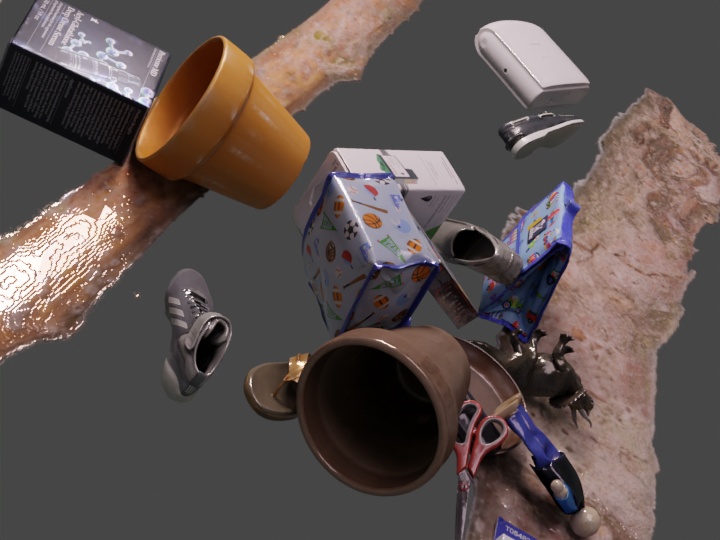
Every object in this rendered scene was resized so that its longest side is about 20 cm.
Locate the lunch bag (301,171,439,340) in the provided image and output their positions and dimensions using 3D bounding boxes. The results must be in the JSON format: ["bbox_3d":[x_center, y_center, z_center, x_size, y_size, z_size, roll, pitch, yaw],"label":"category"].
[{"bbox_3d":[0.000,0.000,1.701,0.123,0.201,0.171,0,47,-30],"label":"lunch bag"}]

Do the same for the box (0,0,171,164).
[{"bbox_3d":[-0.377,-0.261,1.787,0.199,0.107,0.149,25,37,-13],"label":"box"}]

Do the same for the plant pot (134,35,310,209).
[{"bbox_3d":[-0.176,-0.183,1.801,0.183,0.200,0.201,35,33,-26],"label":"plant pot"}]

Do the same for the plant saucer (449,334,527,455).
[{"bbox_3d":[0.131,0.169,1.752,0.199,0.032,0.201,20,39,-17],"label":"plant saucer"}]

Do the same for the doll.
[{"bbox_3d":[0.246,0.253,1.696,0.201,0.048,0.136,55,14,2],"label":"doll"}]

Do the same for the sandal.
[{"bbox_3d":[-0.060,0.134,1.629,0.199,0.054,0.081,-3,50,-39],"label":"sandal"}]

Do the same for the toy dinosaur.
[{"bbox_3d":[0.242,0.137,1.832,0.198,0.077,0.103,18,71,1],"label":"toy dinosaur"}]

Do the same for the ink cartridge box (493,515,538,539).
[{"bbox_3d":[0.239,0.399,1.570,0.199,0.041,0.201,29,37,-7],"label":"ink cartridge box"}]

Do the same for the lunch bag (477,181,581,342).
[{"bbox_3d":[0.264,-0.023,1.923,0.094,0.201,0.151,27,37,-8],"label":"lunch bag"}]

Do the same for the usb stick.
[{"bbox_3d":[0.112,0.156,1.701,0.055,0.033,0.201,-17,60,-36],"label":"usb stick"}]

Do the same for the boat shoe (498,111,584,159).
[{"bbox_3d":[0.320,-0.251,2.325,0.199,0.076,0.060,-19,66,-48],"label":"boat shoe"}]

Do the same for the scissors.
[{"bbox_3d":[0.122,0.253,1.619,0.073,0.014,0.201,21,65,9],"label":"scissors"}]

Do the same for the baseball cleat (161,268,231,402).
[{"bbox_3d":[-0.187,0.063,1.570,0.069,0.106,0.201,27,40,-31],"label":"baseball cleat"}]

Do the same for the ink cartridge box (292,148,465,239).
[{"bbox_3d":[0.025,-0.094,1.870,0.199,0.146,0.085,-3,51,-38],"label":"ink cartridge box"}]

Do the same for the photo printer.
[{"bbox_3d":[0.317,-0.393,2.483,0.166,0.070,0.200,-11,56,-44],"label":"photo printer"}]

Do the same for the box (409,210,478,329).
[{"bbox_3d":[0.091,-0.013,1.825,0.137,0.040,0.200,58,4,30],"label":"box"}]

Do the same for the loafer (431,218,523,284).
[{"bbox_3d":[0.154,-0.039,1.911,0.070,0.070,0.199,38,-8,-39],"label":"loafer"}]

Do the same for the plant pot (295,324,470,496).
[{"bbox_3d":[0.049,0.144,1.583,0.200,0.201,0.174,42,34,11],"label":"plant pot"}]
